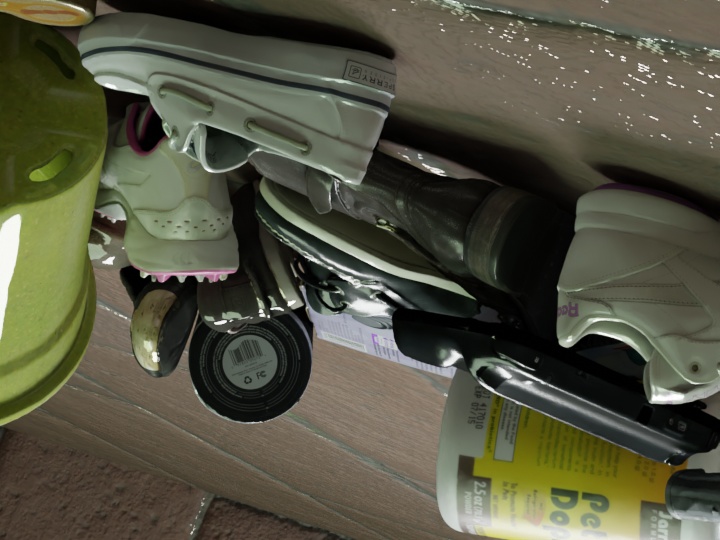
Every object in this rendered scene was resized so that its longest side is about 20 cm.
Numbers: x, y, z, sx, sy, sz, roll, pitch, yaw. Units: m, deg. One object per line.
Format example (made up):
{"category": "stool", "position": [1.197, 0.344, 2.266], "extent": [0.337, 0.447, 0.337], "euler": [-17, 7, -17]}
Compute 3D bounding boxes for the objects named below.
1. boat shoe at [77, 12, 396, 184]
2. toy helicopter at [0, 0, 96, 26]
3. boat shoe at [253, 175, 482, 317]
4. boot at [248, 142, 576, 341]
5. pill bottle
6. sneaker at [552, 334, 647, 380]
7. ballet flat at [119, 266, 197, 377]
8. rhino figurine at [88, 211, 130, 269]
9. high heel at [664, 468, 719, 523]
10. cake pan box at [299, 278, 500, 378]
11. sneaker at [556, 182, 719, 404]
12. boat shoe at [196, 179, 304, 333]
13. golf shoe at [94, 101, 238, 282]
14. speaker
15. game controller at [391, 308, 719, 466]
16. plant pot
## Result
{"category": "boat shoe", "position": [-0.071, -0.082, 1.415], "extent": [0.199, 0.067, 0.073], "euler": [10, 176, 46]}
{"category": "toy helicopter", "position": [-0.228, -0.144, 1.432], "extent": [0.199, 0.079, 0.132], "euler": [10, 166, -11]}
{"category": "boat shoe", "position": [-0.001, -0.002, 1.648], "extent": [0.199, 0.066, 0.075], "euler": [16, -148, -53]}
{"category": "boot", "position": [0.028, -0.035, 1.549], "extent": [0.174, 0.069, 0.200], "euler": [24, 172, 22]}
{"category": "pill bottle", "position": [0.150, 0.111, 1.698], "extent": [0.199, 0.110, 0.109], "euler": [7, 167, 14]}
{"category": "sneaker", "position": [0.159, 0.040, 1.621], "extent": [0.093, 0.071, 0.200], "euler": [29, 166, -15]}
{"category": "ballet flat", "position": [-0.132, 0.025, 1.847], "extent": [0.057, 0.067, 0.200], "euler": [19, -173, -4]}
{"category": "rhino figurine", "position": [-0.140, -0.035, 1.818], "extent": [0.087, 0.060, 0.200], "euler": [23, -170, 20]}
{"category": "high heel", "position": [0.281, 0.107, 1.581], "extent": [0.199, 0.072, 0.142], "euler": [-17, -169, -34]}
{"category": "cake pan box", "position": [0.060, 0.033, 1.837], "extent": [0.183, 0.053, 0.200], "euler": [18, 170, 7]}
{"category": "sneaker", "position": [0.189, 0.030, 1.421], "extent": [0.199, 0.100, 0.075], "euler": [18, 168, 8]}
{"category": "boat shoe", "position": [-0.071, -0.008, 1.725], "extent": [0.057, 0.067, 0.200], "euler": [-22, -169, 1]}
{"category": "golf shoe", "position": [-0.114, -0.063, 1.664], "extent": [0.075, 0.092, 0.200], "euler": [-5, -158, -21]}
{"category": "speaker", "position": [-0.070, 0.041, 1.922], "extent": [0.081, 0.082, 0.200], "euler": [21, -172, -3]}
{"category": "game controller", "position": [0.105, 0.058, 1.558], "extent": [0.200, 0.042, 0.104], "euler": [25, 178, -44]}
{"category": "plant pot", "position": [-0.220, -0.041, 1.597], "extent": [0.200, 0.201, 0.184], "euler": [22, 143, -7]}
